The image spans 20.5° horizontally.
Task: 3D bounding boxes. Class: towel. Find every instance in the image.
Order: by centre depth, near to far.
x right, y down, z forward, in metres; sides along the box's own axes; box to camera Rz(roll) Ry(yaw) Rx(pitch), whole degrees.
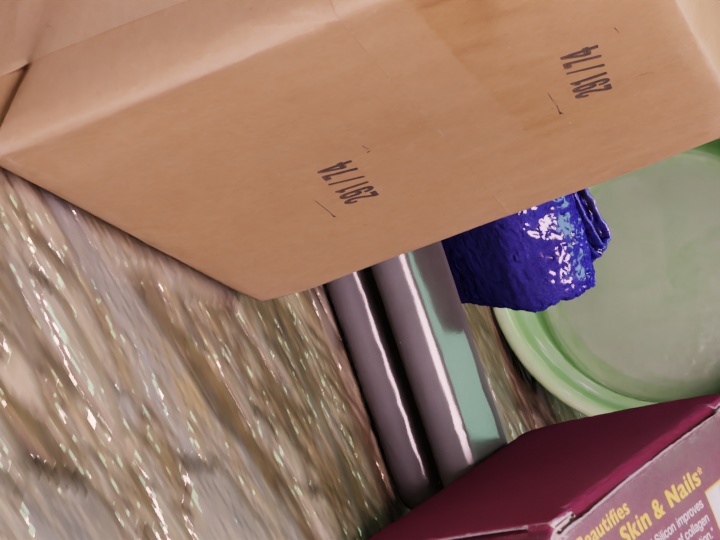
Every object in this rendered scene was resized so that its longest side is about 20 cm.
[{"bbox_3d":[0.022,-0.083,0.792,0.148,0.049,0.201,8,-57,62],"label":"towel"}]

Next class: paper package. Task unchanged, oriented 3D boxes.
[{"bbox_3d":[0.004,-0.082,0.579,0.200,0.190,0.104,32,40,-66],"label":"paper package"}]

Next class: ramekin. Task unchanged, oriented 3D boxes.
[{"bbox_3d":[0.173,-0.004,1.114,0.098,0.199,0.201,46,28,-76],"label":"ramekin"}]

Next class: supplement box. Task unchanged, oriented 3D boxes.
[{"bbox_3d":[0.095,0.163,0.704,0.131,0.103,0.201,-25,97,-48],"label":"supplement box"}]

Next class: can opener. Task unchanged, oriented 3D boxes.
[{"bbox_3d":[0.000,0.000,0.772,0.066,0.053,0.201,-25,95,-41],"label":"can opener"}]
